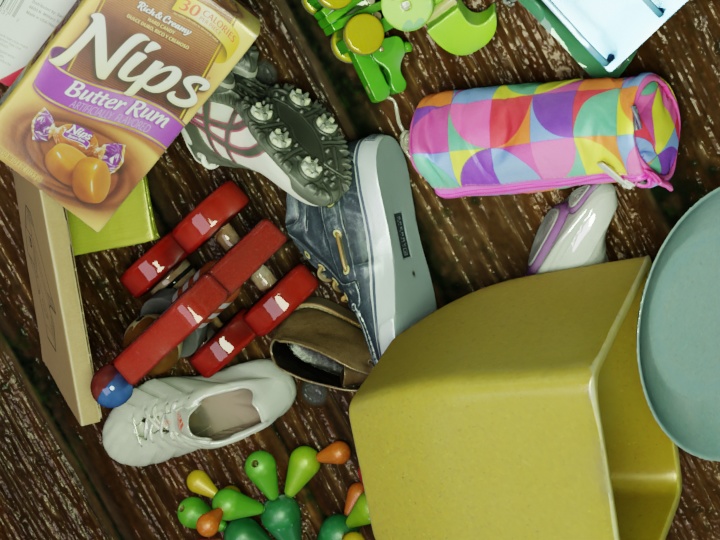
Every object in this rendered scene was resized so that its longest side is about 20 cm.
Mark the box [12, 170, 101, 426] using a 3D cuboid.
[{"bbox_3d":[-0.251,0.005,1.677,0.021,0.163,0.202,-13,111,-16],"label":"box"}]

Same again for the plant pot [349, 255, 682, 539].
[{"bbox_3d":[0.105,0.118,1.468,0.198,0.194,0.197,-1,114,21],"label":"plant pot"}]

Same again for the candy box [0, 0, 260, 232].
[{"bbox_3d":[-0.179,-0.142,1.520,0.116,0.057,0.200,36,107,-15],"label":"candy box"}]

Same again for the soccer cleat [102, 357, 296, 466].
[{"bbox_3d":[-0.144,0.121,1.712,0.199,0.078,0.070,-20,103,28],"label":"soccer cleat"}]

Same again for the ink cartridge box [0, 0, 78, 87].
[{"bbox_3d":[-0.224,-0.237,1.548,0.144,0.084,0.201,27,111,-22],"label":"ink cartridge box"}]

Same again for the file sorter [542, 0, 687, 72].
[{"bbox_3d":[0.191,-0.248,1.363,0.200,0.123,0.139,-43,90,12],"label":"file sorter"}]

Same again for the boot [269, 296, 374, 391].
[{"bbox_3d":[0.021,0.085,1.632,0.198,0.075,0.074,18,114,13],"label":"boot"}]

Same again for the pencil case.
[{"bbox_3d":[0.134,-0.095,1.491,0.198,0.088,0.089,-2,111,33],"label":"pencil case"}]

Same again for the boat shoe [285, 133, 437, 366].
[{"bbox_3d":[0.000,0.000,1.598,0.090,0.071,0.203,-9,88,31],"label":"boat shoe"}]

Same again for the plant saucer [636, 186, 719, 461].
[{"bbox_3d":[0.259,0.033,1.466,0.039,0.200,0.203,14,121,53],"label":"plant saucer"}]

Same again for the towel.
[{"bbox_3d":[-0.213,-0.117,1.650,0.085,0.018,0.202,-9,92,29],"label":"towel"}]

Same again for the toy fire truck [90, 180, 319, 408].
[{"bbox_3d":[-0.141,0.035,1.614,0.112,0.168,0.200,49,133,-3],"label":"toy fire truck"}]

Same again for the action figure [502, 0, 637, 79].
[{"bbox_3d":[0.124,-0.228,1.473,0.199,0.055,0.119,37,120,8],"label":"action figure"}]

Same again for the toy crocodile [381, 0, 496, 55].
[{"bbox_3d":[0.024,-0.240,1.501,0.062,0.068,0.201,-34,98,20],"label":"toy crocodile"}]

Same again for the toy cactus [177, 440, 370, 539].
[{"bbox_3d":[-0.058,0.227,1.722,0.198,0.103,0.166,-12,116,17],"label":"toy cactus"}]

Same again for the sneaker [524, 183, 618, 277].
[{"bbox_3d":[0.167,0.020,1.556,0.099,0.075,0.201,19,123,1],"label":"sneaker"}]

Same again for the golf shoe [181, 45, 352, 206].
[{"bbox_3d":[-0.083,-0.107,1.586,0.200,0.077,0.089,46,131,25],"label":"golf shoe"}]

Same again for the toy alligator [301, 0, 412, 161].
[{"bbox_3d":[0.011,-0.174,1.544,0.054,0.059,0.201,-35,97,-11],"label":"toy alligator"}]
